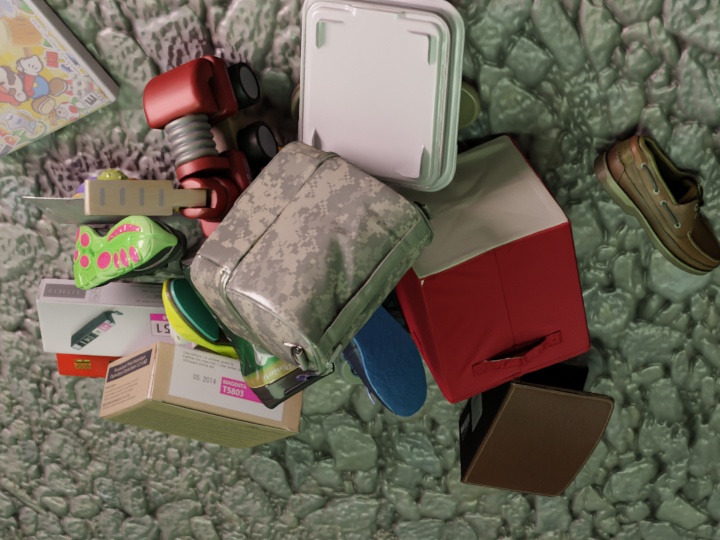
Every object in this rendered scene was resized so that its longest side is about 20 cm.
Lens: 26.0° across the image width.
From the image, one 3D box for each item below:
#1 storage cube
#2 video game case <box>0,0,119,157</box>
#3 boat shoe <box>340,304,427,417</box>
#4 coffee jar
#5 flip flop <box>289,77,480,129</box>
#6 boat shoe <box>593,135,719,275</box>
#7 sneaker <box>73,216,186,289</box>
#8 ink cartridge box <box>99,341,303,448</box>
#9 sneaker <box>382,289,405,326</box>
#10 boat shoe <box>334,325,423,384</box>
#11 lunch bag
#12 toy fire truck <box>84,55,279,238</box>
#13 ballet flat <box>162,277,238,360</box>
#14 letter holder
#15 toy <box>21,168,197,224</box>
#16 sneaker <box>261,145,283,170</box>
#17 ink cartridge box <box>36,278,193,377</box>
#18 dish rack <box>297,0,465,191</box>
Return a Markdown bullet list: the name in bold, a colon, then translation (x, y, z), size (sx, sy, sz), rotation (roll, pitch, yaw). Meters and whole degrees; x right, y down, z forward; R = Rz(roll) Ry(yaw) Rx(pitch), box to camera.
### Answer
- **storage cube**: translation (0.124, -0.004, 1.649), size (0.169, 0.201, 0.181), rotation (-20, 131, -5)
- **video game case**: translation (-0.379, -0.215, 1.613), size (0.181, 0.023, 0.200), rotation (-22, 130, 23)
- **boat shoe**: translation (0.009, 0.069, 1.733), size (0.084, 0.069, 0.201), rotation (-31, 102, -19)
- **coffee jar**: translation (-0.111, 0.049, 1.725), size (0.104, 0.085, 0.201), rotation (-29, 107, -6)
- **flip flop**: translation (0.026, -0.168, 1.609), size (0.198, 0.058, 0.082), rotation (5, 135, -2)
- **boat shoe**: translation (0.338, -0.067, 1.678), size (0.068, 0.072, 0.199), rotation (-32, 125, 32)
- **sneaker**: translation (-0.260, -0.015, 1.731), size (0.083, 0.078, 0.199), rotation (9, 172, -35)
- **ink cartridge box**: translation (-0.190, 0.153, 1.869), size (0.198, 0.076, 0.164), rotation (17, 159, -27)
- **sneaker**: translation (0.000, 0.000, 1.764), size (0.198, 0.080, 0.096), rotation (14, 132, -11)
- **boat shoe**: translation (0.057, 0.067, 1.829), size (0.199, 0.072, 0.071), rotation (-19, 131, -14)
- **lunch bag**: translation (-0.041, -0.005, 1.502), size (0.167, 0.200, 0.140), rotation (21, 154, 45)
- **toy fire truck**: translation (-0.181, -0.116, 1.543), size (0.128, 0.178, 0.200), rotation (-19, 174, 22)
- **ballet flat**: translation (-0.179, 0.068, 1.804), size (0.067, 0.067, 0.200), rotation (-25, 148, 25)
- **letter holder**: translation (0.217, 0.174, 1.909), size (0.141, 0.101, 0.201), rotation (11, 135, -10)
- **toy**: translation (-0.255, -0.083, 1.706), size (0.198, 0.048, 0.115), rotation (3, 167, 10)
- **sneaker**: translation (-0.051, -0.092, 1.673), size (0.198, 0.083, 0.078), rotation (-12, 133, 15)
- **ink cartridge box**: translation (-0.285, 0.088, 1.896), size (0.198, 0.044, 0.175), rotation (3, 134, 1)
- **dish rack**: translation (0.013, -0.175, 1.548), size (0.170, 0.044, 0.202), rotation (11, 115, 16)
